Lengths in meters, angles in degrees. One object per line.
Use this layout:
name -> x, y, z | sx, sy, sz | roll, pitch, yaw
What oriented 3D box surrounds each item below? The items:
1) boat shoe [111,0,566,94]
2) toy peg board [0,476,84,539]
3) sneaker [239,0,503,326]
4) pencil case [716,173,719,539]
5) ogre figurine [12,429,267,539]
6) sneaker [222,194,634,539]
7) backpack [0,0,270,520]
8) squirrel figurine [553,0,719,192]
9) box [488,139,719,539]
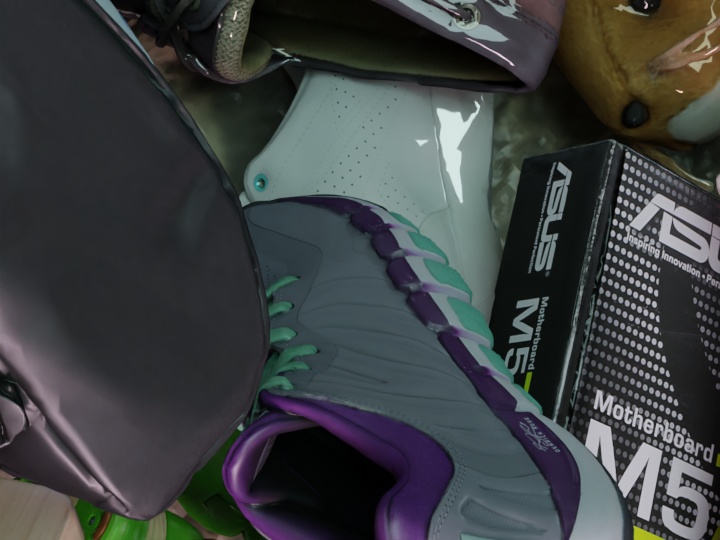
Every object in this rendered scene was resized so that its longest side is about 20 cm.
boat shoe -> -0.035, -0.089, 0.803 | 0.198, 0.072, 0.065 | 6, 65, 6
toy peg board -> -0.202, 0.102, 0.668 | 0.198, 0.098, 0.201 | 10, 56, 17
sneaker -> 0.000, 0.000, 0.831 | 0.088, 0.075, 0.201 | -2, 68, -4
pencil case -> 0.132, 0.049, 0.738 | 0.086, 0.083, 0.202 | 7, 78, -9
ogre figurine -> -0.035, 0.114, 0.755 | 0.120, 0.200, 0.098 | 30, 109, -34
sneaker -> -0.010, 0.030, 0.724 | 0.087, 0.200, 0.075 | 10, 110, -36
backpack -> -0.114, -0.025, 0.739 | 0.154, 0.200, 0.164 | -46, 109, -30
squirrel figurine -> 0.152, -0.098, 0.870 | 0.185, 0.142, 0.201 | 8, 59, 0
box -> 0.111, 0.089, 0.796 | 0.199, 0.047, 0.194 | 27, 70, -33
